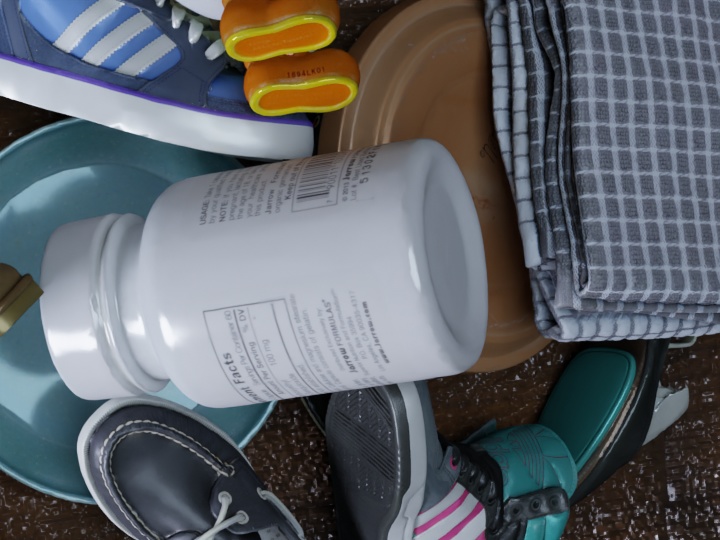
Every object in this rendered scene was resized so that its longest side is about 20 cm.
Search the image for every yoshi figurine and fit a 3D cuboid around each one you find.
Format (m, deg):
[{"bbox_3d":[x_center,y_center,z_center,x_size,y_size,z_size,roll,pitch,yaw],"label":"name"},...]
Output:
[{"bbox_3d":[-0.030,-0.182,1.368,0.112,0.112,0.201,15,52,-38],"label":"yoshi figurine"}]

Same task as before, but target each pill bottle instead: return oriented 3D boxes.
[{"bbox_3d":[-0.047,0.007,1.367,0.199,0.114,0.115,-9,96,19],"label":"pill bottle"}]

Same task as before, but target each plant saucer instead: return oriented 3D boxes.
[{"bbox_3d":[0.060,-0.046,1.478,0.200,0.032,0.201,4,84,-44],"label":"plant saucer"},{"bbox_3d":[-0.130,0.019,1.458,0.199,0.036,0.201,-1,92,-19],"label":"plant saucer"}]

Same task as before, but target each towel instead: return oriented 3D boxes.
[{"bbox_3d":[0.155,-0.066,1.463,0.165,0.085,0.201,1,76,-35],"label":"towel"}]

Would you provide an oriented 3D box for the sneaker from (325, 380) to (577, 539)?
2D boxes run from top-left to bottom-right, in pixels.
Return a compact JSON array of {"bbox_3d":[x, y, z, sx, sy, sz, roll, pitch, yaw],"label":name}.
[{"bbox_3d":[0.054,0.103,1.467,0.120,0.084,0.200,-25,141,-21],"label":"sneaker"}]

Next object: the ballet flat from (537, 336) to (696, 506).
[{"bbox_3d":[0.153,0.045,1.539,0.068,0.068,0.201,22,85,-30],"label":"ballet flat"}]

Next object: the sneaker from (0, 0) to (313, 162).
[{"bbox_3d":[-0.104,-0.142,1.395,0.199,0.081,0.147,15,92,10],"label":"sneaker"}]

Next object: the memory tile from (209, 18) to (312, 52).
[{"bbox_3d":[-0.076,-0.206,1.443,0.153,0.017,0.201,11,88,7],"label":"memory tile"}]

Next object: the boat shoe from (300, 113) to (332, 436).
[{"bbox_3d":[-0.003,0.000,1.487,0.073,0.063,0.202,-7,96,-21],"label":"boat shoe"}]

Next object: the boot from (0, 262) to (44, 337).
[{"bbox_3d":[-0.270,-0.024,1.351,0.200,0.175,0.066,54,35,-14],"label":"boot"}]

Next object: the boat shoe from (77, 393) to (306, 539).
[{"bbox_3d":[-0.068,0.141,1.443,0.074,0.060,0.200,-40,121,-5],"label":"boat shoe"}]
